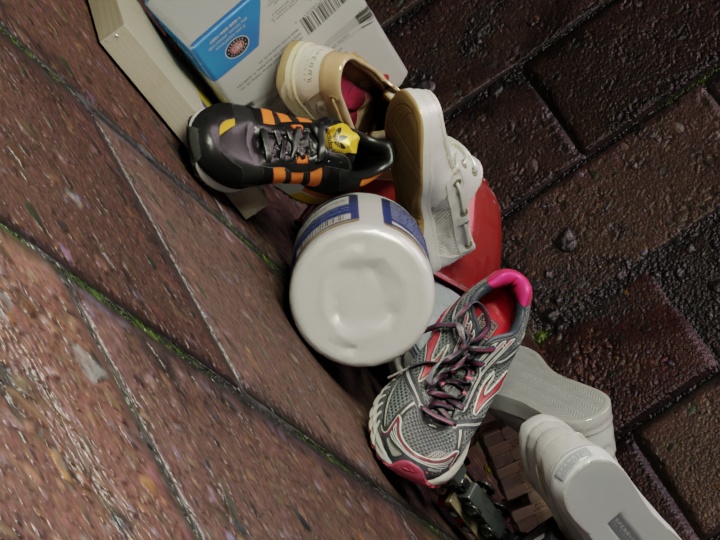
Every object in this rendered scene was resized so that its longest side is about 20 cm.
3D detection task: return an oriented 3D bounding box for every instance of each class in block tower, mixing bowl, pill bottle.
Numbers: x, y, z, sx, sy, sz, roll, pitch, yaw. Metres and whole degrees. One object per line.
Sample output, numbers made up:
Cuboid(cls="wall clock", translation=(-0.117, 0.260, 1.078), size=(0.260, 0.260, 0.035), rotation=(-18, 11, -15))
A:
Cuboid(cls="block tower", translation=(0.146, 0.185, 1.813), size=(0.058, 0.054, 0.200), rotation=(-129, -164, -80))
Cuboid(cls="mixing bowl", translation=(0.051, -0.050, 1.892), size=(0.200, 0.109, 0.200), rotation=(24, -4, 2))
Cuboid(cls="pill bottle", translation=(0.000, 0.000, 1.648), size=(0.111, 0.111, 0.200), rotation=(54, 7, -10))

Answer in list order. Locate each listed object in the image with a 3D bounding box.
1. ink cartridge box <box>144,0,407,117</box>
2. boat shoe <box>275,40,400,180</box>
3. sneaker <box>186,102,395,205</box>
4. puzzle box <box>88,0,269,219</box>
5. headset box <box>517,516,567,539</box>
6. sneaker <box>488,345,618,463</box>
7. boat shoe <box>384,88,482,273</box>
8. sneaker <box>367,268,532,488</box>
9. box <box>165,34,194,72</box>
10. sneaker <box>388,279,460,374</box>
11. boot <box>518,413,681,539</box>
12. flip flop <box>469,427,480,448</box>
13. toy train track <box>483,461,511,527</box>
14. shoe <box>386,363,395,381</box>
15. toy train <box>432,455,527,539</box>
Cuboid(cls="ink cartridge box", translation=(-0.067, -0.192, 1.747), size=(0.084, 0.146, 0.200), rotation=(44, -7, 37))
Cuboid(cls="boat shoe", translation=(0.008, -0.126, 1.735), size=(0.069, 0.074, 0.200), rotation=(9, -14, 35))
Cuboid(cls="sneaker", translation=(-0.051, -0.099, 1.630), size=(0.200, 0.090, 0.070), rotation=(9, 68, -56))
Cuboid(cls="puzzle box", translation=(-0.148, -0.143, 1.669), size=(0.200, 0.025, 0.133), rotation=(52, 7, -31))
Cuboid(cls="headset box", translation=(0.170, 0.295, 1.562), size=(0.200, 0.075, 0.149), rotation=(55, 6, 1))
Cuboid(cls="sneaker", translation=(0.143, 0.136, 1.709), size=(0.200, 0.074, 0.116), rotation=(32, -38, 58))
Cuboid(cls="boat shoe", translation=(0.065, -0.080, 1.713), size=(0.200, 0.069, 0.071), rotation=(84, -18, -51))
Cuboid(cls="sneaker", translation=(0.068, 0.076, 1.571), size=(0.081, 0.075, 0.200), rotation=(30, 51, -3))
Cuboid(cls="box", translation=(-0.104, -0.193, 1.875), size=(0.200, 0.038, 0.137), rotation=(47, 45, -52))
Cuboid(cls="sneaker", translation=(0.049, 0.057, 1.730), size=(0.073, 0.071, 0.200), rotation=(29, 16, -9))
Cuboid(cls="boot", translation=(0.189, 0.190, 1.596), size=(0.200, 0.073, 0.096), rotation=(59, -6, -31))
Cuboid(cls="flip flop", translation=(0.071, 0.126, 1.750), size=(0.081, 0.058, 0.200), rotation=(55, 11, 1))
Cuboid(cls="toy train track", translation=(0.129, 0.163, 1.925), size=(0.115, 0.032, 0.201), rotation=(-132, -150, -78))
Cuboid(cls="shoe", translation=(0.043, 0.062, 1.883), size=(0.091, 0.072, 0.200), rotation=(39, 10, 16))
Cuboid(cls="toy train", translation=(0.086, 0.185, 1.641), size=(0.046, 0.034, 0.200), rotation=(1, -41, 43))
